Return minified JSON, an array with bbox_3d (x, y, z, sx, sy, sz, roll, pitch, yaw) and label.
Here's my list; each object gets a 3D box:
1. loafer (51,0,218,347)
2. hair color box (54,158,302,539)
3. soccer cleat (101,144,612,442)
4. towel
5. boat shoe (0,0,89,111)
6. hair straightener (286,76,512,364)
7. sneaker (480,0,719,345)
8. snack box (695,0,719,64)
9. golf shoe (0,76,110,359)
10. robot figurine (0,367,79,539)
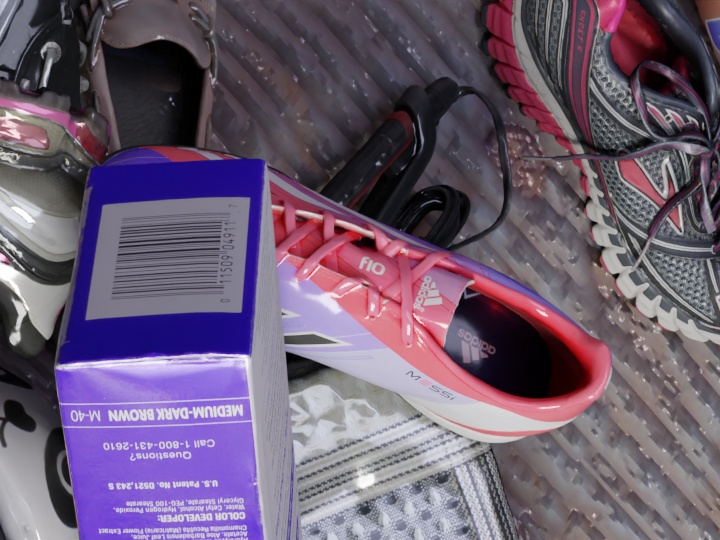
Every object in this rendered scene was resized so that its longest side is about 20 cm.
[{"bbox_3d":[-0.078,-0.065,1.042,0.072,0.063,0.201,4,85,-35],"label":"loafer"},{"bbox_3d":[-0.054,0.077,0.916,0.110,0.064,0.201,-88,174,-56],"label":"hair color box"},{"bbox_3d":[-0.003,0.005,0.998,0.199,0.073,0.069,25,73,-20],"label":"soccer cleat"},{"bbox_3d":[-0.029,0.135,1.043,0.199,0.035,0.194,-18,98,-15],"label":"towel"},{"bbox_3d":[-0.133,-0.068,1.003,0.063,0.071,0.201,25,80,-32],"label":"boat shoe"},{"bbox_3d":[0.000,0.000,1.117,0.077,0.041,0.200,52,55,-22],"label":"hair straightener"},{"bbox_3d":[0.128,-0.047,1.187,0.200,0.074,0.081,51,60,-23],"label":"sneaker"},{"bbox_3d":[0.200,-0.083,1.273,0.072,0.024,0.201,-32,105,-33],"label":"snack box"},{"bbox_3d":[-0.184,-0.027,0.915,0.199,0.073,0.093,11,84,0],"label":"golf shoe"},{"bbox_3d":[-0.174,0.106,0.919,0.199,0.124,0.151,-28,112,-34],"label":"robot figurine"}]
